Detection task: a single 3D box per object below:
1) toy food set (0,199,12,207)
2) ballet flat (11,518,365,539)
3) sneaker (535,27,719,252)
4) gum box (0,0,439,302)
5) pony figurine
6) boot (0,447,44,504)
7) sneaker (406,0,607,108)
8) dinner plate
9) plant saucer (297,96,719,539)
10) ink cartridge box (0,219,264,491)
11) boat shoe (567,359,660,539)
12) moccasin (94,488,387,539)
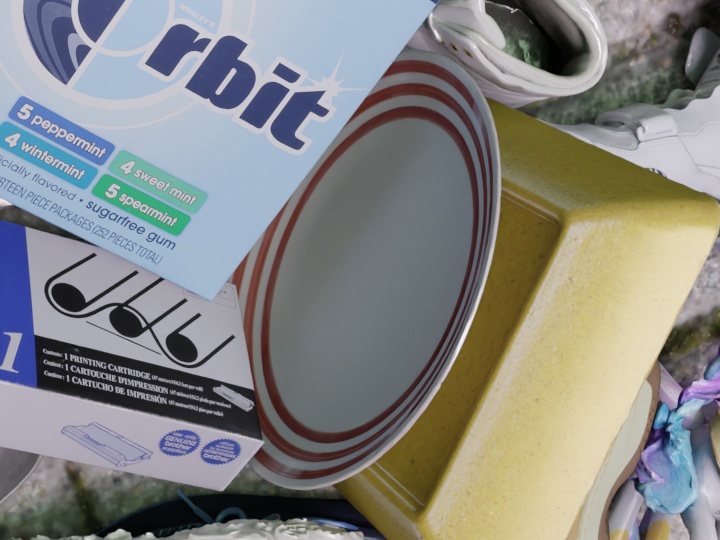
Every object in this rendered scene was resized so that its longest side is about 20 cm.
[{"bbox_3d":[-0.152,-0.102,0.737,0.198,0.060,0.145,-11,96,-18],"label":"toy food set"},{"bbox_3d":[-0.091,0.148,0.715,0.198,0.072,0.073,-6,95,5],"label":"ballet flat"},{"bbox_3d":[0.159,-0.077,0.840,0.198,0.075,0.116,12,88,-24],"label":"sneaker"},{"bbox_3d":[-0.075,-0.103,0.687,0.169,0.045,0.200,28,109,-34],"label":"gum box"},{"bbox_3d":[0.166,0.080,0.805,0.165,0.193,0.202,15,107,-16],"label":"pony figurine"},{"bbox_3d":[-0.190,0.115,0.660,0.181,0.200,0.073,-36,104,-14],"label":"boot"},{"bbox_3d":[0.027,-0.144,0.768,0.199,0.115,0.074,28,86,-16],"label":"sneaker"},{"bbox_3d":[0.000,0.000,0.726,0.024,0.200,0.202,23,85,-32],"label":"dinner plate"},{"bbox_3d":[0.041,0.027,0.718,0.048,0.200,0.201,22,97,-33],"label":"plant saucer"},{"bbox_3d":[-0.142,0.029,0.708,0.199,0.095,0.044,16,131,-31],"label":"ink cartridge box"},{"bbox_3d":[0.073,0.115,0.759,0.075,0.072,0.202,3,108,-26],"label":"boat shoe"},{"bbox_3d":[-0.043,0.139,0.782,0.198,0.068,0.081,-8,95,-18],"label":"moccasin"}]
